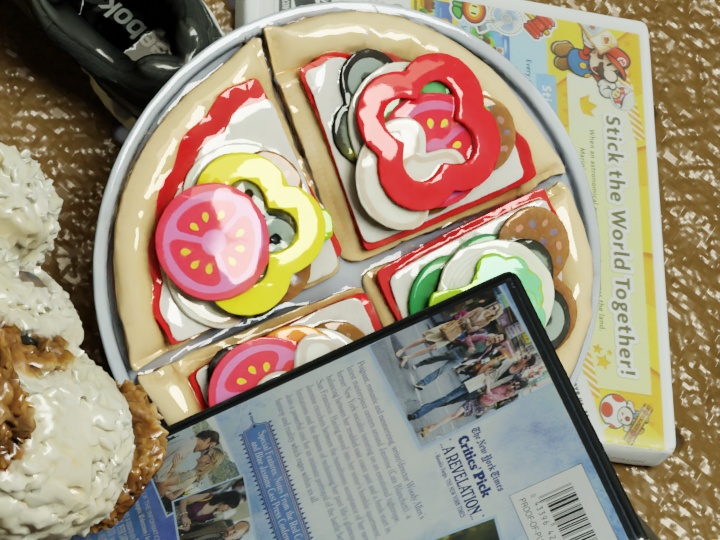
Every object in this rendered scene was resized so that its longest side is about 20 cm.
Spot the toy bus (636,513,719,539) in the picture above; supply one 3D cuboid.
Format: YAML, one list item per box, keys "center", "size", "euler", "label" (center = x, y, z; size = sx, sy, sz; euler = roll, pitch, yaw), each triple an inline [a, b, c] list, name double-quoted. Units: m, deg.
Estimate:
- center: [0.102, 0.155, 0.891]
  size: [0.135, 0.192, 0.200]
  euler: [-33, 88, -29]
  label: "toy bus"

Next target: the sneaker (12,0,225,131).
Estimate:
- center: [-0.120, -0.133, 1.005]
  size: [0.066, 0.091, 0.200]
  euler: [-43, 86, -8]
  label: "sneaker"

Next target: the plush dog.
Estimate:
- center: [-0.152, 0.032, 0.874]
  size: [0.171, 0.200, 0.161]
  euler: [31, 91, 24]
  label: "plush dog"

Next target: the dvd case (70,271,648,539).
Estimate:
- center: [-0.014, 0.088, 0.899]
  size: [0.199, 0.018, 0.143]
  euler: [-25, 42, 1]
  label: "dvd case"

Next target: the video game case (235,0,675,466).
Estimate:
- center: [0.036, -0.026, 1.060]
  size: [0.181, 0.023, 0.201]
  euler: [8, 62, -17]
  label: "video game case"

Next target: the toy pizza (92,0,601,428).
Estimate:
- center: [0.000, 0.000, 0.977]
  size: [0.199, 0.032, 0.201]
  euler: [-1, 92, -17]
  label: "toy pizza"
